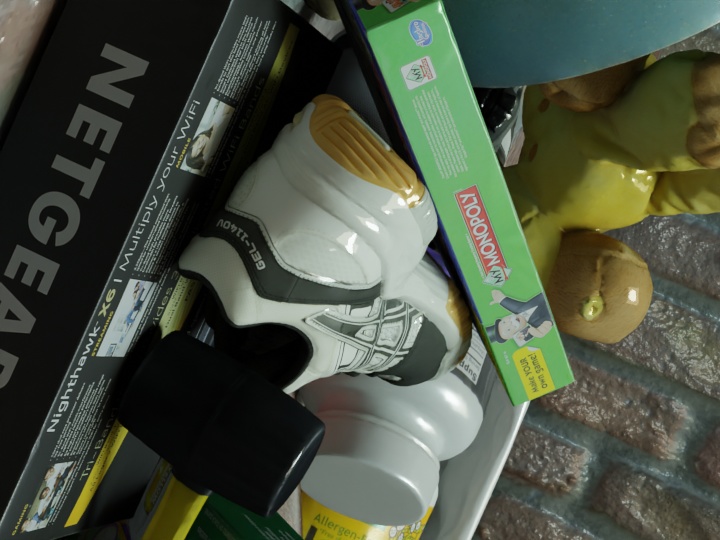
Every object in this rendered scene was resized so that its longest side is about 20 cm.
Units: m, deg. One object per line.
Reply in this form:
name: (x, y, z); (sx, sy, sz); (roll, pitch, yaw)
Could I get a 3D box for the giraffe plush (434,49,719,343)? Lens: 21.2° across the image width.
giraffe plush: (0.106, -0.037, 0.942); (0.173, 0.200, 0.162); (26, 94, -48)

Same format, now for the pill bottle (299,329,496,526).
pill bottle: (0.028, 0.042, 1.125); (0.111, 0.111, 0.200); (97, 12, -60)

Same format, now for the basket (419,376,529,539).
basket: (0.030, 0.125, 1.340); (0.123, 0.135, 0.200); (-17, 131, -82)

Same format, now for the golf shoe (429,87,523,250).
golf shoe: (0.040, -0.038, 1.059); (0.200, 0.078, 0.094); (-62, 170, -11)

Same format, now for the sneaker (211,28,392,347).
sneaker: (-0.030, -0.031, 0.810); (0.200, 0.075, 0.114); (-61, 172, -14)

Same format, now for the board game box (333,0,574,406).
board game box: (0.025, -0.059, 0.730); (0.135, 0.029, 0.200); (-112, 179, -46)

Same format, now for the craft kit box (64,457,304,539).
craft kit box: (-0.095, 0.174, 0.776); (0.198, 0.048, 0.200); (-69, -158, 2)

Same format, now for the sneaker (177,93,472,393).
sneaker: (-0.017, 0.008, 0.705); (0.088, 0.076, 0.200); (-43, 157, -6)

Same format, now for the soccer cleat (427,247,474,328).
soccer cleat: (0.000, 0.000, 0.914); (0.200, 0.068, 0.073); (170, -82, -70)

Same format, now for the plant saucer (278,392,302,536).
plant saucer: (-0.047, 0.117, 0.924); (0.200, 0.034, 0.200); (179, -90, -85)

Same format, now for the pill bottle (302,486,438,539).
pill bottle: (-0.019, 0.157, 1.210); (0.200, 0.113, 0.113); (-64, 170, -5)

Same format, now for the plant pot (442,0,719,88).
plant pot: (0.093, -0.190, 0.845); (0.200, 0.200, 0.135); (-55, 129, -46)

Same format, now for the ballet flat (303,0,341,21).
ballet flat: (0.012, -0.176, 0.746); (0.066, 0.057, 0.200); (-54, 165, -46)

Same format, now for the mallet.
mallet: (-0.086, 0.105, 0.682); (0.200, 0.066, 0.041); (-54, 175, 31)

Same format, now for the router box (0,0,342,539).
router box: (-0.082, -0.007, 0.663); (0.200, 0.052, 0.157); (-66, 170, 1)
